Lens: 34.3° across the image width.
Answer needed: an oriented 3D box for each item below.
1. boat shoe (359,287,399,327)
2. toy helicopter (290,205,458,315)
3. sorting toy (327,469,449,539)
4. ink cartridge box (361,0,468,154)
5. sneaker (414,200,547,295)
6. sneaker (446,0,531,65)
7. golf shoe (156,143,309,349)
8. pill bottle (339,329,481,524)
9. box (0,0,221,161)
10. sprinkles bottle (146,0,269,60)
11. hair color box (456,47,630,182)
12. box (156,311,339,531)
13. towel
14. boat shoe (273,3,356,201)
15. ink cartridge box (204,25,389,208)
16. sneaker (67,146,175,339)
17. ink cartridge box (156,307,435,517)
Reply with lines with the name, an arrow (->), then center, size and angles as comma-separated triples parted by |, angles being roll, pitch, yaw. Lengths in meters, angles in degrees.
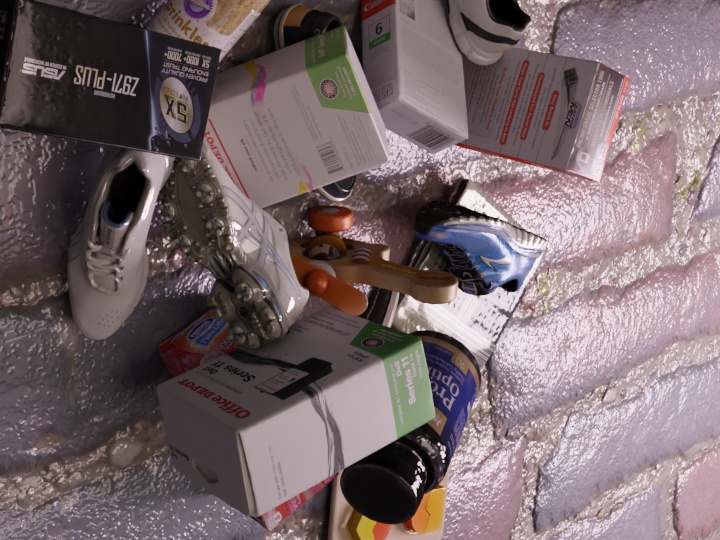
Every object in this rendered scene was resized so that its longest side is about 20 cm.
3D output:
boat shoe -> -0.013, 0.094, 1.241 | 0.074, 0.060, 0.202 | 12, 99, -86
toy helicopter -> 0.000, 0.000, 1.124 | 0.132, 0.198, 0.080 | -22, 120, -54
sorting toy -> 0.042, 0.251, 1.359 | 0.184, 0.036, 0.203 | -3, 107, -41
ink cartridge box -> 0.052, -0.231, 1.178 | 0.108, 0.050, 0.203 | 22, 57, -43
sneaker -> 0.129, -0.017, 1.275 | 0.199, 0.078, 0.090 | 18, 93, -44
sneaker -> 0.109, -0.310, 1.166 | 0.073, 0.080, 0.201 | -34, 99, -28
golf shoe -> -0.112, -0.034, 1.043 | 0.097, 0.078, 0.202 | -36, 106, -51
pill bottle -> 0.052, 0.166, 1.238 | 0.201, 0.110, 0.113 | -60, 140, -48
box -> -0.229, -0.149, 0.870 | 0.162, 0.199, 0.087 | 6, 100, -43
sprinkles bottle -> -0.124, -0.218, 0.978 | 0.200, 0.068, 0.068 | -46, 135, 15
hair color box -> 0.172, -0.170, 1.218 | 0.063, 0.199, 0.112 | 12, 97, -42
box -> -0.108, 0.140, 1.148 | 0.099, 0.095, 0.202 | -35, 124, -26
towel -> 0.122, 0.011, 1.358 | 0.200, 0.034, 0.194 | 35, 83, -45
boat shoe -> -0.032, -0.158, 1.129 | 0.075, 0.062, 0.202 | -42, 130, -46
ink cartridge box -> -0.085, -0.127, 1.059 | 0.198, 0.068, 0.118 | -19, 124, 9
sneaker -> -0.211, -0.029, 0.981 | 0.074, 0.087, 0.202 | 14, 112, -6
ink cartridge box -> -0.058, 0.116, 1.019 | 0.199, 0.146, 0.084 | -24, 114, -33
